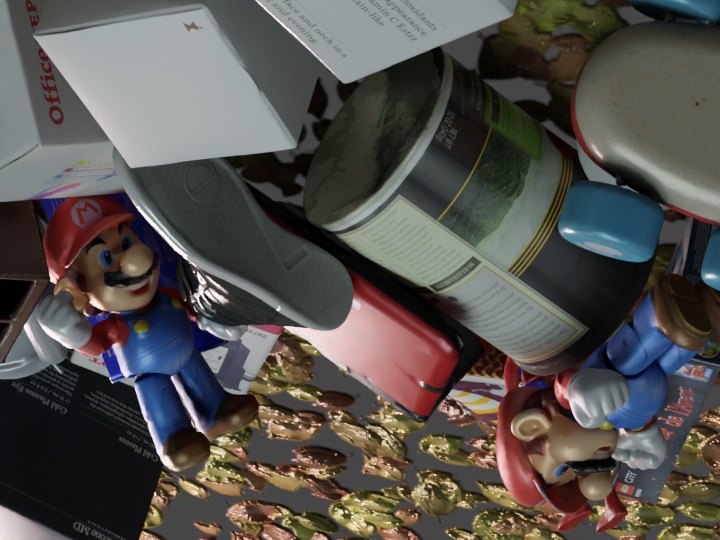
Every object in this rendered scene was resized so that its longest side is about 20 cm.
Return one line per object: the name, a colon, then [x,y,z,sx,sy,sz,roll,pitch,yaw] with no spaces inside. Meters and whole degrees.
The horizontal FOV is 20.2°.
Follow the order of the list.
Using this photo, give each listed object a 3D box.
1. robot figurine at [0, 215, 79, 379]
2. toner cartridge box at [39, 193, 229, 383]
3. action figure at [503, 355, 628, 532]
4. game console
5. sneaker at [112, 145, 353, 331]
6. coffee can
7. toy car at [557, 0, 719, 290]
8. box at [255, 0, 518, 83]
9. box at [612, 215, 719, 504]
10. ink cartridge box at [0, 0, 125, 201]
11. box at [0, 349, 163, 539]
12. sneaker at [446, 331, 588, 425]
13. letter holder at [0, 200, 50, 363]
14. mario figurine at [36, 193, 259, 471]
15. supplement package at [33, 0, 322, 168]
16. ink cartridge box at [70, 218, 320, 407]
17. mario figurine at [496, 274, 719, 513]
robot figurine: [-0.293,0.010,1.618,0.170,0.113,0.200,43,163,36]
toner cartridge box: [-0.169,-0.029,1.459,0.095,0.043,0.201,-18,98,15]
action figure: [0.140,0.100,1.514,0.065,0.201,0.052,4,147,-34]
game console: [0.000,0.000,1.428,0.200,0.119,0.173,35,150,8]
sneaker: [-0.104,-0.019,1.298,0.099,0.071,0.200,-8,143,47]
coffee can: [0.082,-0.040,1.369,0.200,0.147,0.146,33,142,-24]
toy car: [0.209,-0.082,1.286,0.176,0.185,0.200,17,175,-3]
box: [-0.004,-0.247,1.070,0.130,0.201,0.199,-17,133,41]
box: [0.228,0.061,1.462,0.037,0.137,0.200,14,146,2]
ink cartridge box: [-0.194,-0.123,1.298,0.199,0.129,0.125,-7,168,-44]
box: [-0.277,0.152,1.750,0.199,0.183,0.104,30,143,-19]
sneaker: [0.081,0.082,1.606,0.199,0.075,0.090,13,143,7]
letter holder: [-0.308,-0.049,1.368,0.141,0.201,0.101,5,141,-31]
mario figurine: [-0.143,0.034,1.381,0.106,0.123,0.201,-29,100,16]
supplement package: [-0.089,-0.179,1.197,0.119,0.201,0.121,-5,140,27]
ink cartridge box: [-0.133,0.021,1.594,0.144,0.085,0.200,22,144,-7]
mario figurine: [0.171,0.096,1.306,0.123,0.106,0.200,30,126,-18]
